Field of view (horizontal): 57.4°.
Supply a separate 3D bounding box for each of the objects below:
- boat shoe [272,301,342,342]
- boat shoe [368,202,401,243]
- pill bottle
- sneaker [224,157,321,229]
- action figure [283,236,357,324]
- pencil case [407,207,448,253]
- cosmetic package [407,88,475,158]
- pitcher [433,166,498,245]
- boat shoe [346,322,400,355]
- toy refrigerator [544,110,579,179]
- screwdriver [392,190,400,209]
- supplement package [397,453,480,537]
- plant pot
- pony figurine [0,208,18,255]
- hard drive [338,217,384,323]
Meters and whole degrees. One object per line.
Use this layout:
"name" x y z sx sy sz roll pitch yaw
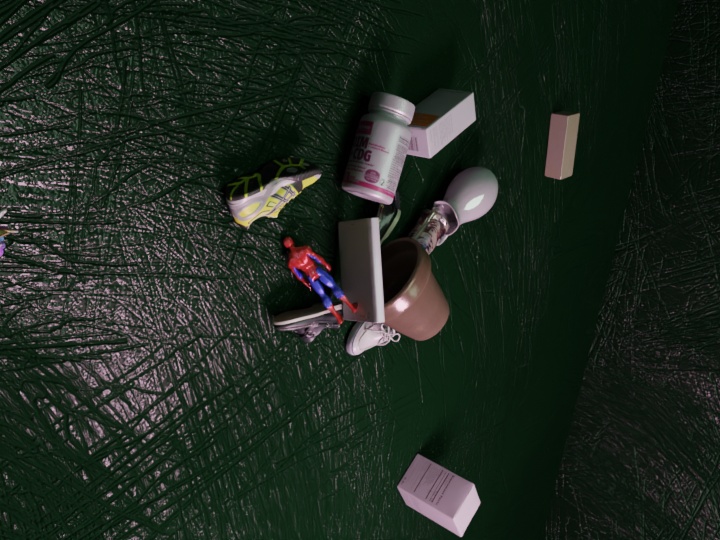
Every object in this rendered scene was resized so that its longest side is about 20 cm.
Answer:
"boat shoe" -0.103 0.110 1.335 0.198 0.073 0.068 -14 105 -60
"boat shoe" 0.014 -0.058 1.434 0.062 0.074 0.204 28 91 -18
"pill bottle" 0.039 -0.248 1.340 0.112 0.112 0.205 15 92 -54
"sneaker" -0.154 -0.142 1.173 0.198 0.075 0.078 -27 133 -32
"action figure" -0.086 0.012 1.290 0.065 0.052 0.201 -34 112 12
"pencil case" 0.134 -0.059 1.575 0.201 0.077 0.090 -52 161 -25
"cosmetic package" 0.168 -0.336 1.486 0.200 0.100 0.072 -42 134 -36
"pitcher" 0.258 -0.163 1.683 0.199 0.121 0.173 -41 163 -32
"boat shoe" 0.054 0.139 1.545 0.201 0.085 0.076 -36 131 -40
"toy refrigerator" 0.650 -0.407 2.128 0.075 0.069 0.205 -21 120 -39
"screwdriver" 0.066 -0.217 1.464 0.029 0.027 0.204 -74 158 -56
"supplement package" 0.226 0.645 1.892 0.120 0.197 0.123 -50 139 -26
"plant pot" 0.102 0.061 1.437 0.175 0.198 0.202 44 68 -29
"pony figurine" -0.500 0.000 0.717 0.197 0.165 0.198 20 81 -39
"hard drive" 0.000 0.000 1.334 0.026 0.131 0.205 -4 92 -32
